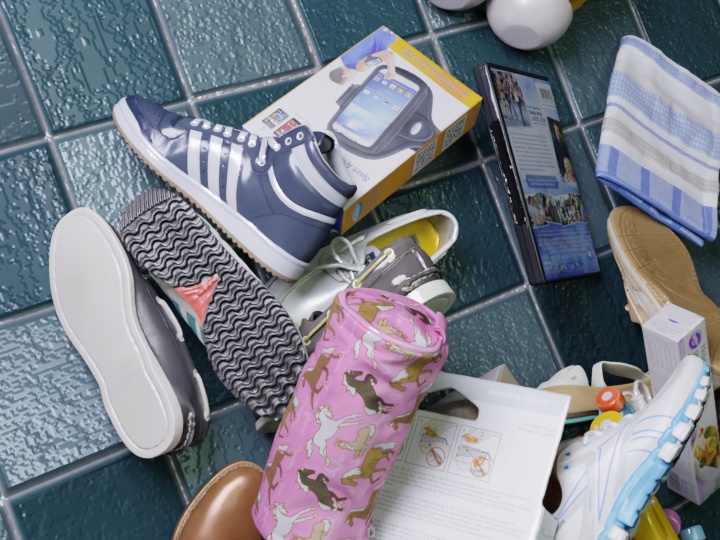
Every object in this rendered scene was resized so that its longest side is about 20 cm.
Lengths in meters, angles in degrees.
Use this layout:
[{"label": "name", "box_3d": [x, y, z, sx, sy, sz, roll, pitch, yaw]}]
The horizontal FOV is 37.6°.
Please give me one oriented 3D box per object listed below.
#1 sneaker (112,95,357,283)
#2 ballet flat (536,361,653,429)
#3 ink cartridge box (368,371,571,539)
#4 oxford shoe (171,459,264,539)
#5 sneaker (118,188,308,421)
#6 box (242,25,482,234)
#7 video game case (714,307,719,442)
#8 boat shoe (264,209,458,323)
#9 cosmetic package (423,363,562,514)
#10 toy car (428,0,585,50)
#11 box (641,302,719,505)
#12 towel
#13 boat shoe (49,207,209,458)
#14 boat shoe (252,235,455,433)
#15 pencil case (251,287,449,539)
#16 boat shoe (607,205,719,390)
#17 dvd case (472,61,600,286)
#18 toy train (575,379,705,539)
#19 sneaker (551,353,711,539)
[{"label": "sneaker", "box_3d": [-0.092, -0.095, 0.820, 0.200, 0.070, 0.109, 42, 104, 7]}, {"label": "ballet flat", "box_3d": [0.207, 0.115, 0.961, 0.200, 0.069, 0.063, 4, 68, -33]}, {"label": "ink cartridge box", "box_3d": [0.053, 0.166, 0.810, 0.044, 0.200, 0.174, 48, 57, -51]}, {"label": "oxford shoe", "box_3d": [-0.113, 0.233, 0.781, 0.071, 0.071, 0.200, 31, 66, -14]}, {"label": "sneaker", "box_3d": [-0.101, 0.025, 0.809, 0.070, 0.093, 0.200, -39, 85, 1]}, {"label": "box", "box_3d": [-0.005, -0.117, 0.896, 0.119, 0.042, 0.200, 40, 60, 18]}, {"label": "video game case", "box_3d": [0.350, 0.115, 0.938, 0.017, 0.143, 0.200, 3, 49, -8]}, {"label": "boat shoe", "box_3d": [0.003, 0.004, 0.873, 0.202, 0.086, 0.075, -27, 90, -25]}, {"label": "cosmetic package", "box_3d": [0.128, 0.191, 0.873, 0.200, 0.105, 0.071, 54, 21, -4]}, {"label": "toy car", "box_3d": [0.152, -0.319, 0.976, 0.200, 0.150, 0.175, 23, 70, -18]}, {"label": "box", "box_3d": [0.289, 0.122, 0.940, 0.039, 0.041, 0.200, -34, 124, -23]}, {"label": "towel", "box_3d": [0.305, -0.134, 1.053, 0.147, 0.024, 0.200, 30, 55, -15]}, {"label": "boat shoe", "box_3d": [-0.172, 0.045, 0.799, 0.200, 0.074, 0.060, 61, 21, 15]}, {"label": "boat shoe", "box_3d": [-0.016, 0.054, 0.819, 0.072, 0.201, 0.061, 5, 49, -59]}, {"label": "pencil case", "box_3d": [-0.008, 0.110, 0.745, 0.086, 0.083, 0.200, 5, 115, -37]}, {"label": "boat shoe", "box_3d": [0.281, 0.029, 0.995, 0.074, 0.069, 0.200, -6, 54, -22]}, {"label": "dvd case", "box_3d": [0.163, -0.087, 0.966, 0.143, 0.018, 0.200, -6, 81, -57]}, {"label": "toy train", "box_3d": [0.237, 0.194, 0.885, 0.150, 0.056, 0.200, 10, 57, -59]}, {"label": "sneaker", "box_3d": [0.190, 0.139, 0.797, 0.087, 0.075, 0.200, 31, 79, 23]}]
